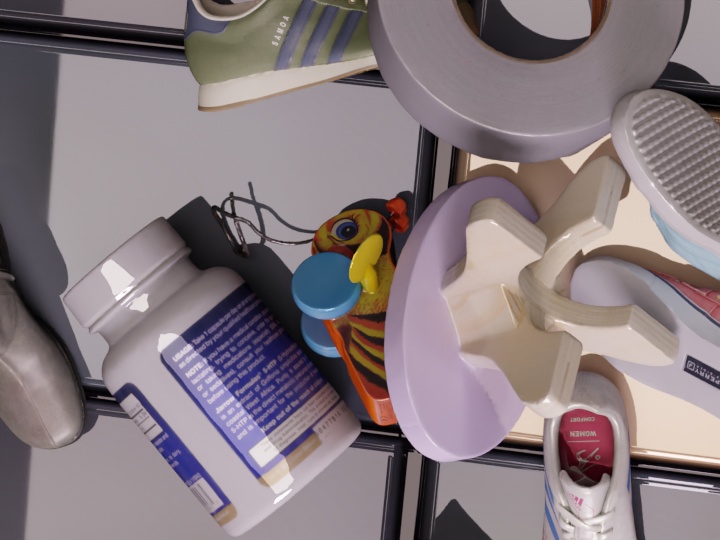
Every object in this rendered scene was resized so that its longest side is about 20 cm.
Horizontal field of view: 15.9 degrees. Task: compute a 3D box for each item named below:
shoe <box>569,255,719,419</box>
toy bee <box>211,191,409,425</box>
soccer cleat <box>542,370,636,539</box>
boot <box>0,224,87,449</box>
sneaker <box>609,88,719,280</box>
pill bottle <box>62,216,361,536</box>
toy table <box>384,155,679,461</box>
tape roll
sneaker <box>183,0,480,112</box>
[{"bbox_3d":[0.238,0.044,1.712,0.200,0.091,0.072,32,125,32],"label":"shoe"},{"bbox_3d":[0.000,0.000,1.723,0.108,0.131,0.200,-33,81,-12],"label":"toy bee"},{"bbox_3d":[0.151,0.169,1.732,0.069,0.086,0.201,-5,98,10],"label":"soccer cleat"},{"bbox_3d":[-0.263,0.043,1.757,0.067,0.131,0.201,-25,93,12],"label":"boot"},{"bbox_3d":[0.208,-0.045,1.659,0.200,0.082,0.074,43,61,-34],"label":"sneaker"},{"bbox_3d":[-0.104,0.068,1.741,0.120,0.120,0.200,-39,91,12],"label":"pill bottle"},{"bbox_3d":[0.105,0.021,1.658,0.117,0.183,0.201,-16,59,45],"label":"toy table"},{"bbox_3d":[0.105,-0.173,1.660,0.199,0.066,0.202,1,77,-6],"label":"tape roll"},{"bbox_3d":[-0.027,-0.172,1.720,0.199,0.067,0.090,-14,98,12],"label":"sneaker"}]
